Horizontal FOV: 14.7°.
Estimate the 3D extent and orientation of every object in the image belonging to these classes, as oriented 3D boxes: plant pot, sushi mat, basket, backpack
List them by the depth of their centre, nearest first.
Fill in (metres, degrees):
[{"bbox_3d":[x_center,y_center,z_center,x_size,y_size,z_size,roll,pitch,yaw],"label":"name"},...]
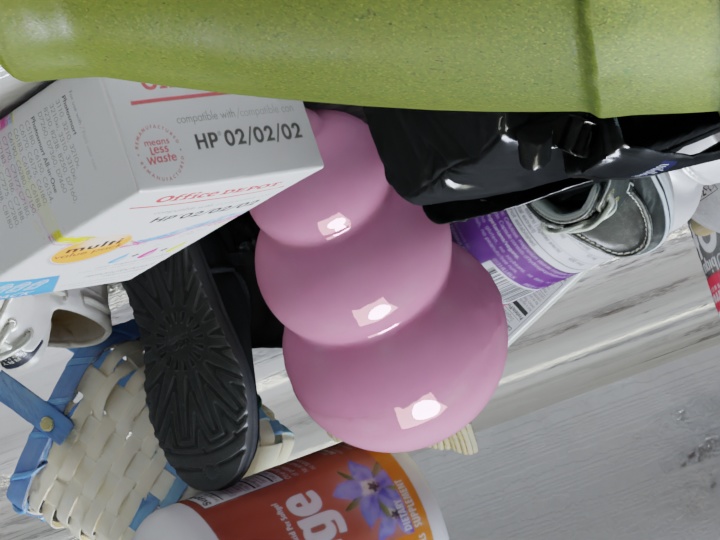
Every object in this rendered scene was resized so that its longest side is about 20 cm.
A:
[{"bbox_3d":[-0.008,-0.126,0.720,0.192,0.202,0.200,-7,172,4],"label":"plant pot"},{"bbox_3d":[0.113,-0.104,1.231,0.199,0.127,0.167,-16,-178,-21],"label":"backpack"},{"bbox_3d":[0.021,0.094,1.651,0.095,0.012,0.200,3,172,4],"label":"sushi mat"},{"bbox_3d":[-0.150,0.085,1.683,0.140,0.199,0.176,-64,160,11],"label":"basket"}]

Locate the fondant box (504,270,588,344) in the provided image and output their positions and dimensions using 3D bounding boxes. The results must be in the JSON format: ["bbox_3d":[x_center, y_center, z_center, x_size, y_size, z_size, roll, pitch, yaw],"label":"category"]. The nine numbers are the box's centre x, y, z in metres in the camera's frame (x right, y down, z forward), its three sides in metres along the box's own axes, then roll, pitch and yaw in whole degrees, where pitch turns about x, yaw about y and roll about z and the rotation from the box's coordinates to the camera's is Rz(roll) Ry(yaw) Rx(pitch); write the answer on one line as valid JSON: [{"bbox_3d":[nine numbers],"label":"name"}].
[{"bbox_3d":[0.103,-0.002,1.738,0.200,0.058,0.144,-43,177,16],"label":"fondant box"}]

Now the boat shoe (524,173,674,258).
[{"bbox_3d":[0.101,-0.051,1.418,0.072,0.071,0.200,-23,139,24],"label":"boat shoe"}]

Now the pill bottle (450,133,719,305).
[{"bbox_3d":[0.120,-0.059,1.554,0.199,0.112,0.111,-25,169,32],"label":"pill bottle"}]

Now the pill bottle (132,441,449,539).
[{"bbox_3d":[-0.057,0.173,1.568,0.199,0.113,0.112,-19,172,-27],"label":"pill bottle"}]

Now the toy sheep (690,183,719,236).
[{"bbox_3d":[0.238,-0.078,1.629,0.200,0.138,0.138,-39,178,-19],"label":"toy sheep"}]

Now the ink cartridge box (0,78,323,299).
[{"bbox_3d":[-0.101,-0.051,1.280,0.115,0.068,0.200,-11,168,-43],"label":"ink cartridge box"}]

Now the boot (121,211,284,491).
[{"bbox_3d":[-0.052,0.040,1.630,0.065,0.166,0.200,-17,173,27],"label":"boot"}]

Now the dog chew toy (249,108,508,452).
[{"bbox_3d":[0.000,0.000,1.482,0.124,0.201,0.125,-19,-147,13],"label":"dog chew toy"}]

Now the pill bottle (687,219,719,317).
[{"bbox_3d":[0.272,-0.022,1.803,0.110,0.201,0.111,-17,170,-3],"label":"pill bottle"}]

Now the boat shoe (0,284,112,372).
[{"bbox_3d":[-0.193,0.020,1.509,0.071,0.070,0.200,-22,171,19],"label":"boat shoe"}]
